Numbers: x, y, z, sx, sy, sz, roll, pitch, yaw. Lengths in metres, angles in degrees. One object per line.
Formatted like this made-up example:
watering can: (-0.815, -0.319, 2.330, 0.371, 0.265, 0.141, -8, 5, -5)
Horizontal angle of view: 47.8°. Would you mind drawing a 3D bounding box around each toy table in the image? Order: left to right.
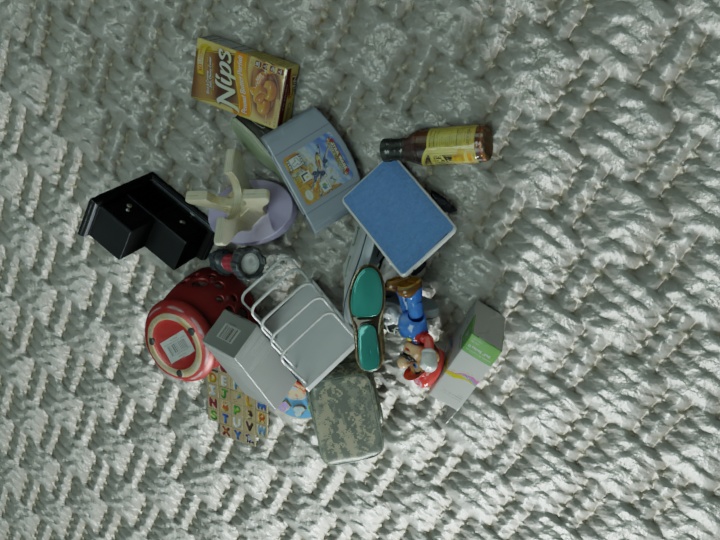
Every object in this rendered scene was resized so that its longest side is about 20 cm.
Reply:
toy table: (-0.233, -0.125, 1.556, 0.196, 0.117, 0.188, -12, 71, 22)

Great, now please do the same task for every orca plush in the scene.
orca plush: (0.084, -0.062, 1.486, 0.071, 0.104, 0.203, 51, 123, 43)

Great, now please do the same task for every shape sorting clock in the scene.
shape sorting clock: (-0.149, 0.230, 1.735, 0.196, 0.039, 0.205, 9, 113, 22)

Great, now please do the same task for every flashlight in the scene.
flashlight: (-0.252, -0.017, 1.614, 0.199, 0.067, 0.069, 7, 112, 60)

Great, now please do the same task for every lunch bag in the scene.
lunch bag: (-0.031, 0.255, 1.616, 0.136, 0.168, 0.204, -13, 109, 0)

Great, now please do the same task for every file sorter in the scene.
file sorter: (-0.119, 0.091, 1.534, 0.138, 0.125, 0.200, -41, 46, -2)

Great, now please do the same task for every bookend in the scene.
bookend: (-0.427, -0.082, 1.651, 0.198, 0.200, 0.093, 38, 122, 7)

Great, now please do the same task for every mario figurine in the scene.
mario figurine: (0.085, 0.118, 1.446, 0.104, 0.124, 0.204, -12, 104, 15)

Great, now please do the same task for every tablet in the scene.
tablet: (0.066, -0.100, 1.440, 0.130, 0.014, 0.201, -41, 64, 5)

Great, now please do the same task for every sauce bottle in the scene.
sauce bottle: (0.129, -0.214, 1.406, 0.196, 0.066, 0.068, 0, 111, 28)

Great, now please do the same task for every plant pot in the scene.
plant pot: (-0.341, 0.115, 1.703, 0.196, 0.182, 0.205, 9, 112, 23)

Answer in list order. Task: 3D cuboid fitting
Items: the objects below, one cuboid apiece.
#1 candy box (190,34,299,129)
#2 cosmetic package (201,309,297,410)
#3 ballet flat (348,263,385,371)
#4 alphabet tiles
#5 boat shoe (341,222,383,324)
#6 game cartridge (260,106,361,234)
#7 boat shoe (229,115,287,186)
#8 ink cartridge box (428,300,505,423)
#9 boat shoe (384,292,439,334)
candy box: (-0.218, -0.354, 1.522, 0.197, 0.055, 0.118, 22, 117, 16)
cosmetic package: (-0.219, 0.182, 1.626, 0.105, 0.091, 0.201, 20, 154, 35)
ballet flat: (0.012, 0.080, 1.471, 0.069, 0.065, 0.205, 2, 107, 2)
alphabet tiles: (-0.281, 0.303, 1.850, 0.163, 0.006, 0.204, 13, 115, 22)
boat shoe: (0.000, 0.000, 1.527, 0.066, 0.073, 0.204, 14, 81, 36)
game cartridge: (-0.079, -0.188, 1.488, 0.132, 0.042, 0.203, -31, 102, -6)
boat shoe: (-0.164, -0.232, 1.546, 0.201, 0.061, 0.072, 43, 163, 9)
ink cartridge box: (0.186, 0.171, 1.496, 0.066, 0.118, 0.202, 28, 121, -3)
boat shoe: (0.060, 0.085, 1.553, 0.195, 0.073, 0.070, 3, 108, 25)
